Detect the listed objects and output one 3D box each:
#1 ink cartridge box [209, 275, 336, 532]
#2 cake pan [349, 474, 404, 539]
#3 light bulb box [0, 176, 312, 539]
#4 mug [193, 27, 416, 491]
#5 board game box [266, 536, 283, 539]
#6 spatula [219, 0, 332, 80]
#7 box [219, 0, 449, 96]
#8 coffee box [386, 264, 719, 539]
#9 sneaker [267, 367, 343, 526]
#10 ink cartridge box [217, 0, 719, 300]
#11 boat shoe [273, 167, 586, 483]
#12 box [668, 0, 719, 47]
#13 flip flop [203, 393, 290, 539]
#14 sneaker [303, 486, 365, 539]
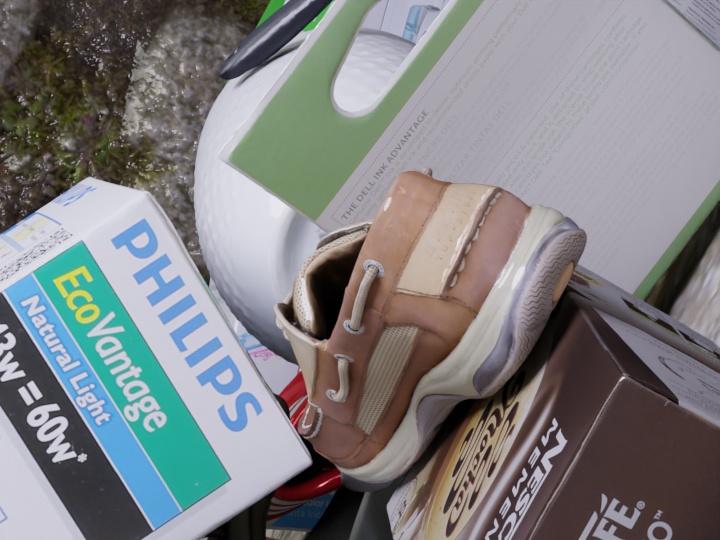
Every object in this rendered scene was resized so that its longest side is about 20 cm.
[{"bbox_3d":[-0.047,0.047,1.320,0.145,0.084,0.201,174,101,-80],"label":"ink cartridge box"},{"bbox_3d":[0.053,0.071,0.997,0.201,0.037,0.200,-60,9,15],"label":"cake pan"},{"bbox_3d":[-0.149,0.068,0.901,0.200,0.125,0.198,-33,11,-9],"label":"light bulb box"},{"bbox_3d":[0.000,0.000,1.008,0.175,0.147,0.201,-110,19,-76],"label":"mug"},{"bbox_3d":[-0.045,0.214,0.992,0.200,0.046,0.152,-135,58,-82],"label":"board game box"},{"bbox_3d":[0.018,-0.145,1.008,0.199,0.021,0.057,-32,13,7],"label":"spatula"},{"bbox_3d":[0.029,-0.108,1.251,0.097,0.176,0.200,-63,8,-15],"label":"box"},{"bbox_3d":[0.073,0.074,0.705,0.113,0.080,0.200,-60,8,7],"label":"coffee box"},{"bbox_3d":[0.009,0.062,1.184,0.200,0.078,0.115,-50,16,-27],"label":"sneaker"},{"bbox_3d":[0.050,-0.056,0.825,0.146,0.200,0.048,-52,36,4],"label":"ink cartridge box"},{"bbox_3d":[0.010,0.014,0.760,0.076,0.072,0.200,-63,6,-28],"label":"boat shoe"},{"bbox_3d":[0.110,-0.127,0.992,0.060,0.116,0.200,-51,9,8],"label":"box"},{"bbox_3d":[-0.071,0.121,0.950,0.200,0.057,0.081,-78,11,-50],"label":"flip flop"},{"bbox_3d":[-0.053,0.181,1.135,0.201,0.088,0.074,-62,6,-15],"label":"sneaker"}]
